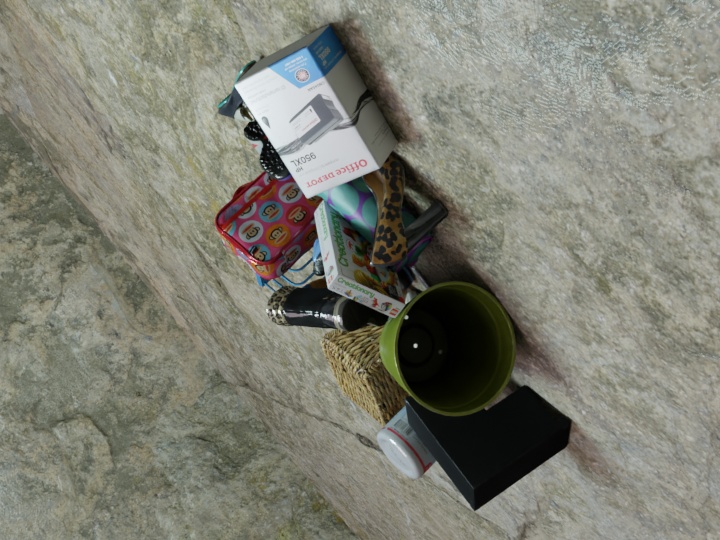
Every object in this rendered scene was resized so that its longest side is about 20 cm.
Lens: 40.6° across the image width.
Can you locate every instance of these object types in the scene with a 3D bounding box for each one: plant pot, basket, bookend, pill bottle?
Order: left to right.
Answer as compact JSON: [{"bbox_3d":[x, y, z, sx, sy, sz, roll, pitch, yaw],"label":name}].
[{"bbox_3d":[0.034,0.178,1.884,0.149,0.142,0.201,34,157,40],"label":"basket"},{"bbox_3d":[0.132,0.270,1.756,0.109,0.200,0.109,41,158,20],"label":"pill bottle"},{"bbox_3d":[0.118,0.122,1.561,0.201,0.200,0.193,52,166,-8],"label":"plant pot"},{"bbox_3d":[0.209,0.255,1.631,0.200,0.198,0.093,49,163,32],"label":"bookend"}]

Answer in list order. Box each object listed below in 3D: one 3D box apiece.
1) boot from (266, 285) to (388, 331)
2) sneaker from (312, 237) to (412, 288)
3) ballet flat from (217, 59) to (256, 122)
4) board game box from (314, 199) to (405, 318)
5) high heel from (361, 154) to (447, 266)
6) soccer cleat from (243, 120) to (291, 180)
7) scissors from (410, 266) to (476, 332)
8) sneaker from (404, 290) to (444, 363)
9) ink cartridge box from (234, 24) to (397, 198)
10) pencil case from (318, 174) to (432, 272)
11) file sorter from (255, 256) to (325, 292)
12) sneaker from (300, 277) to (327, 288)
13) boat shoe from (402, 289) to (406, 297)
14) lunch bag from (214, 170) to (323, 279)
[{"bbox_3d":[-0.045,0.056,1.564,0.149,0.200,0.074,2,99,24],"label":"boot"},{"bbox_3d":[0.000,0.000,1.646,0.198,0.084,0.071,15,179,-33],"label":"sneaker"},{"bbox_3d":[-0.194,-0.289,1.651,0.073,0.073,0.200,51,157,-5],"label":"ballet flat"},{"bbox_3d":[-0.004,-0.020,1.530,0.125,0.035,0.201,24,-151,-26],"label":"board game box"},{"bbox_3d":[0.013,-0.100,1.443,0.200,0.142,0.072,42,158,20],"label":"high heel"},{"bbox_3d":[-0.139,-0.200,1.654,0.073,0.068,0.200,42,-173,-37],"label":"soccer cleat"},{"bbox_3d":[0.141,0.066,1.652,0.200,0.014,0.073,44,159,13],"label":"scissors"},{"bbox_3d":[0.129,0.131,1.710,0.075,0.084,0.202,180,79,-83],"label":"sneaker"},{"bbox_3d":[-0.061,-0.223,1.390,0.144,0.084,0.201,-18,115,34],"label":"ink cartridge box"},{"bbox_3d":[0.018,-0.091,1.533,0.200,0.085,0.093,45,163,10],"label":"pencil case"},{"bbox_3d":[-0.116,-0.040,1.825,0.122,0.139,0.201,35,156,23],"label":"file sorter"},{"bbox_3d":[-0.049,0.052,1.686,0.076,0.199,0.088,59,141,11],"label":"sneaker"},{"bbox_3d":[0.028,0.048,1.789,0.071,0.076,0.199,27,161,-28],"label":"boat shoe"},{"bbox_3d":[-0.150,-0.100,1.702,0.176,0.200,0.082,38,161,26],"label":"lunch bag"}]
